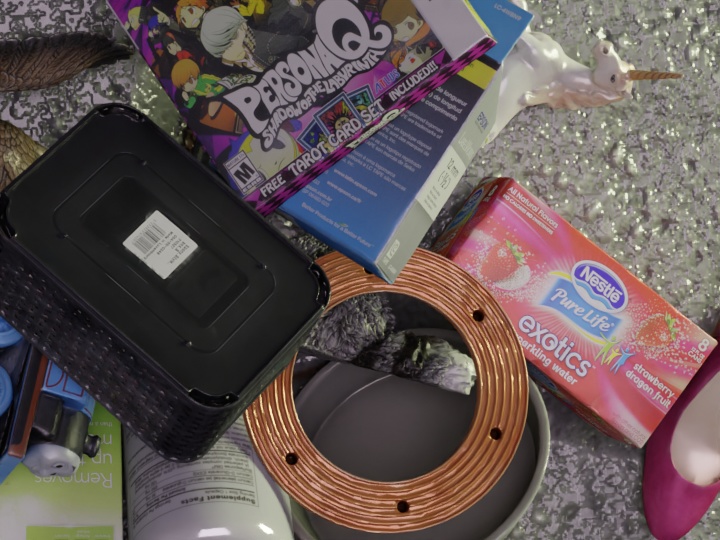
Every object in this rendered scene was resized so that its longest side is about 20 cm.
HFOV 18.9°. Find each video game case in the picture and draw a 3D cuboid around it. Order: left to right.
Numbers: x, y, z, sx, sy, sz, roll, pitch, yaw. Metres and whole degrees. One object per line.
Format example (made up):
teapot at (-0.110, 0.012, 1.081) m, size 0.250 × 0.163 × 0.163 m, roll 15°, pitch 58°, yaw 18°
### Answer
video game case at (-0.041, -0.164, 1.428) m, size 0.200 × 0.036 × 0.182 m, roll -35°, pitch 78°, yaw 9°

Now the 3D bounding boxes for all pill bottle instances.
pill bottle at (-0.104, 0.166, 1.477) m, size 0.113 × 0.114 × 0.200 m, roll -1°, pitch 50°, yaw -10°

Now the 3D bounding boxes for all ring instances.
ring at (0.016, 0.080, 1.479) m, size 0.200 × 0.019 × 0.201 m, roll 2°, pitch 79°, yaw -9°

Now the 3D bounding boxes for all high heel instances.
high heel at (0.269, 0.112, 1.597) m, size 0.067 × 0.096 × 0.200 m, roll 28°, pitch 87°, yaw -10°

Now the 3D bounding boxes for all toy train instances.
toy train at (-0.219, 0.050, 1.455) m, size 0.114 × 0.087 × 0.201 m, roll 17°, pitch 62°, yaw -15°

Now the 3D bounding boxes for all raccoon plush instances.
raccoon plush at (0.000, 0.000, 1.545) m, size 0.199 × 0.097 × 0.134 m, roll 16°, pitch 84°, yaw -5°

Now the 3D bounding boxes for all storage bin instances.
storage bin at (-0.136, 0.007, 1.398) m, size 0.200 × 0.094 × 0.135 m, roll 41°, pitch 57°, yaw 4°

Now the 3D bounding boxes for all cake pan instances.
cake pan at (0.038, 0.134, 1.533) m, size 0.199 × 0.037 × 0.201 m, roll -8°, pitch 55°, yaw 11°

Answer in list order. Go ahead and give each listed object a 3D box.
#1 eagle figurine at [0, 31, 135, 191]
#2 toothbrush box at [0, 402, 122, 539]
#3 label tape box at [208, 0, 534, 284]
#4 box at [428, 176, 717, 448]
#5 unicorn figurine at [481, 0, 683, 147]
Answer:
eagle figurine at (-0.271, -0.121, 1.482) m, size 0.199 × 0.152 × 0.151 m, roll 24°, pitch 68°, yaw -5°
toothbrush box at (-0.236, 0.188, 1.479) m, size 0.145 × 0.086 × 0.201 m, roll 1°, pitch 65°, yaw -10°
label tape box at (0.012, -0.114, 1.471) m, size 0.143 × 0.066 × 0.200 m, roll 31°, pitch 84°, yaw 19°
box at (0.145, 0.029, 1.573) m, size 0.200 × 0.095 × 0.100 m, roll 38°, pitch 85°, yaw -9°
unicorn figurine at (0.110, -0.146, 1.579) m, size 0.200 × 0.074 × 0.138 m, roll -35°, pitch 107°, yaw 8°
